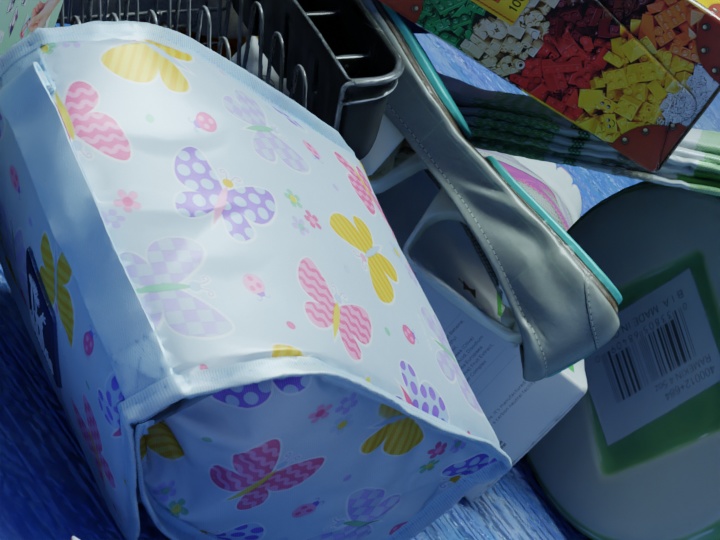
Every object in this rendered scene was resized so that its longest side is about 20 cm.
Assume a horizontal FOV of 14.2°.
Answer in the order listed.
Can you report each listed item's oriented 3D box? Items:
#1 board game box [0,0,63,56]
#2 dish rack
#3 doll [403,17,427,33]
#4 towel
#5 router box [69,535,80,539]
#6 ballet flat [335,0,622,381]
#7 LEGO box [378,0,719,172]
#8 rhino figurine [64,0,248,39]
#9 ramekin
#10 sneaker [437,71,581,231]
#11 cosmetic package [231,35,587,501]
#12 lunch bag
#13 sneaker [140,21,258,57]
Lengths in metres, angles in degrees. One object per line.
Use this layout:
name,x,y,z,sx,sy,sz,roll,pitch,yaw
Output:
board game box,-0.145,-0.094,1.035,0.029,0.201,0.135,23,14,12
dish rack,-0.098,-0.088,1.201,0.199,0.055,0.154,-7,35,-21
doll,-0.025,-0.145,1.405,0.199,0.137,0.049,8,52,6
towel,0.100,-0.070,1.342,0.199,0.031,0.149,11,10,5
router box,-0.021,0.195,0.885,0.200,0.049,0.180,35,20,-24
ballet flat,0.032,-0.040,1.234,0.200,0.064,0.067,53,0,10
LEGO box,0.099,-0.151,1.292,0.149,0.077,0.200,32,29,-7
rhino figurine,-0.075,-0.147,1.319,0.199,0.060,0.088,3,67,-8
ramekin,0.166,0.050,1.374,0.097,0.200,0.200,10,36,-46
sneaker,0.046,-0.040,1.493,0.199,0.081,0.088,26,27,-30
cosmetic package,0.000,0.000,1.305,0.200,0.085,0.108,37,23,-19
lunch bag,-0.059,0.013,1.072,0.200,0.127,0.170,33,26,-58
sneaker,-0.027,-0.059,1.371,0.200,0.077,0.073,34,48,-12
